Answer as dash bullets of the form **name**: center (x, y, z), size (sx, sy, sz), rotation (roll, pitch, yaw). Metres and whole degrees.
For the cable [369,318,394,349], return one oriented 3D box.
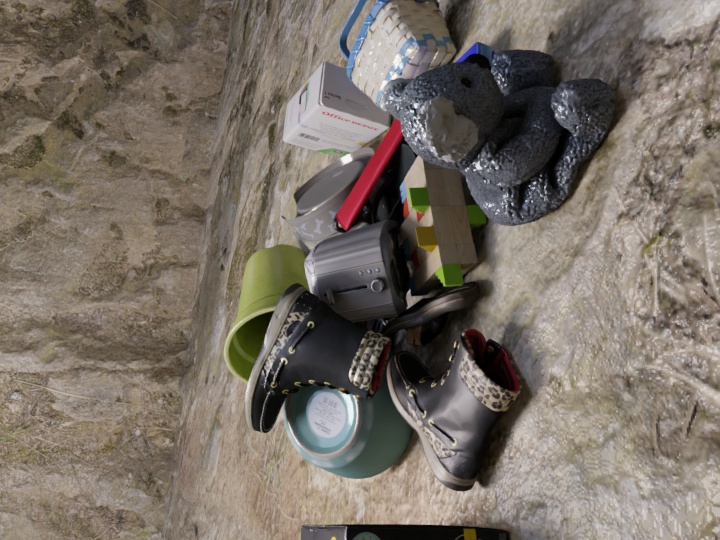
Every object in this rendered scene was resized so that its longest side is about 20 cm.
- **cable**: center (-0.003, 0.104, 1.054), size (0.166, 0.049, 0.202), rotation (-104, 32, -43)

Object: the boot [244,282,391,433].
- **boot**: center (-0.057, 0.139, 0.809), size (0.073, 0.151, 0.209), rotation (-20, -48, -69)

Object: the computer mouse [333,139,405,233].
- **computer mouse**: center (0.028, -0.139, 1.011), size (0.202, 0.058, 0.034), rotation (-54, 42, 6)

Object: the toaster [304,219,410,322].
- **toaster**: center (0.000, 0.000, 0.900), size (0.200, 0.125, 0.117), rotation (-68, -35, -72)

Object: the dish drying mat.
- **dish drying mat**: center (0.025, -0.155, 0.958), size (0.203, 0.018, 0.077), rotation (-58, 16, 9)

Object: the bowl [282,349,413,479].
- **bowl**: center (-0.030, 0.191, 0.888), size (0.195, 0.104, 0.208), rotation (-3, 82, 25)

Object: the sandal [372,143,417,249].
- **sandal**: center (0.046, -0.105, 0.974), size (0.076, 0.047, 0.203), rotation (56, 149, 34)

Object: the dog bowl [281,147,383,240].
- **dog bowl**: center (-0.044, -0.130, 1.113), size (0.197, 0.059, 0.202), rotation (-30, 24, 14)

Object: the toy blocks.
- **toy blocks**: center (0.095, -0.058, 0.862), size (0.137, 0.097, 0.206), rotation (125, 139, -67)

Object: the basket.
- **basket**: center (0.045, -0.358, 0.996), size (0.203, 0.137, 0.177), rotation (58, 139, 19)

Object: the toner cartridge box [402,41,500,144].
- **toner cartridge box**: center (0.124, -0.221, 0.902), size (0.199, 0.042, 0.098), rotation (150, 125, -61)

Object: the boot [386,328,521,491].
- **boot**: center (0.106, 0.134, 0.763), size (0.153, 0.071, 0.202), rotation (-67, 30, 30)

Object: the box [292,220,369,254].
- **box**: center (-0.041, -0.041, 1.120), size (0.094, 0.079, 0.199), rotation (-35, 23, -10)

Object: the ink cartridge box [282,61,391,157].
- **ink cartridge box**: center (-0.045, -0.291, 1.192), size (0.199, 0.141, 0.087), rotation (163, 115, -64)

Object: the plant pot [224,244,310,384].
- **plant pot**: center (-0.134, 0.065, 1.092), size (0.187, 0.195, 0.203), rotation (-103, 33, -45)

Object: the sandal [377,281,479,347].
- **sandal**: center (0.091, 0.068, 0.851), size (0.198, 0.081, 0.056), rotation (-29, 89, 49)

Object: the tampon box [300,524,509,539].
- **tampon box**: center (0.044, 0.347, 0.665), size (0.126, 0.195, 0.155), rotation (-35, 50, 57)

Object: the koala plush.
- **koala plush**: center (0.124, -0.150, 0.681), size (0.188, 0.195, 0.178), rotation (-69, 27, 23)
